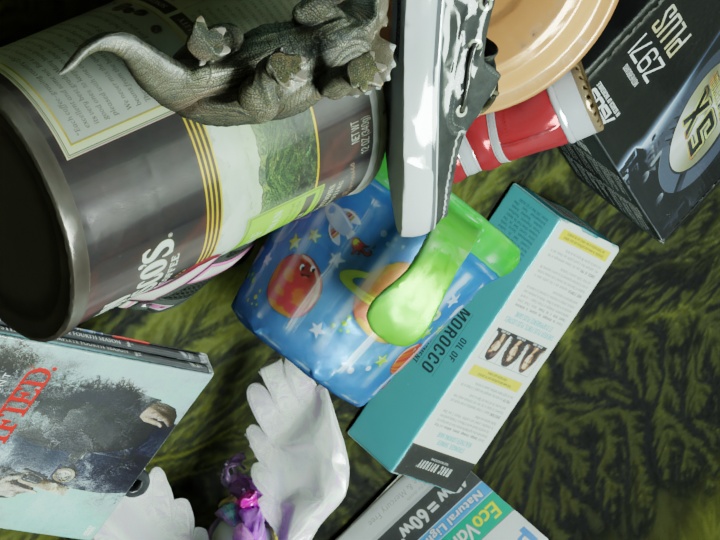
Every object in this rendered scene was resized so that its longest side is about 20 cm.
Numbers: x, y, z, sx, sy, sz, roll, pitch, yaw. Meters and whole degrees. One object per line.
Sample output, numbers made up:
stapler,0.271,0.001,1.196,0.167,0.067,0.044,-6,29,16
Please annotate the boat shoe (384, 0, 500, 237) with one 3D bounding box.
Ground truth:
boat shoe,0.045,-0.107,1.388,0.056,0.069,0.201,-2,121,-8

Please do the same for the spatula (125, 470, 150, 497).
spatula,-0.187,0.084,1.524,0.200,0.021,0.057,34,96,-43

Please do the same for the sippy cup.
sippy cup,0.000,0.000,1.552,0.130,0.140,0.178,-53,164,1

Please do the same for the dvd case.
dvd case,-0.197,0.083,1.480,0.200,0.022,0.146,14,126,-36

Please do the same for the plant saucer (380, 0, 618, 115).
plant saucer,0.042,-0.179,1.434,0.201,0.200,0.032,-59,174,11

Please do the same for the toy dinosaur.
toy dinosaur,-0.048,-0.096,1.307,0.200,0.077,0.102,-23,173,-23

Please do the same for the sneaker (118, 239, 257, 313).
sneaker,-0.125,-0.006,1.504,0.200,0.080,0.086,-17,143,-30

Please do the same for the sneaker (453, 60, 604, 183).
sneaker,0.059,-0.128,1.531,0.112,0.200,0.071,-24,131,8

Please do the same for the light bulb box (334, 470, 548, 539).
light bulb box,0.049,0.260,1.881,0.198,0.125,0.200,-42,143,-10

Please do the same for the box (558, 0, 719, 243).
box,0.188,-0.140,1.711,0.164,0.086,0.200,-46,144,-5

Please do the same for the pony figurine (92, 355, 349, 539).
pony figurine,-0.066,0.171,1.648,0.166,0.193,0.200,-26,164,-4

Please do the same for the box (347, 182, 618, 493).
box,0.081,0.046,1.791,0.082,0.049,0.200,23,103,-53

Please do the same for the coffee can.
coffee can,-0.107,-0.070,1.402,0.200,0.146,0.147,-27,138,-30
